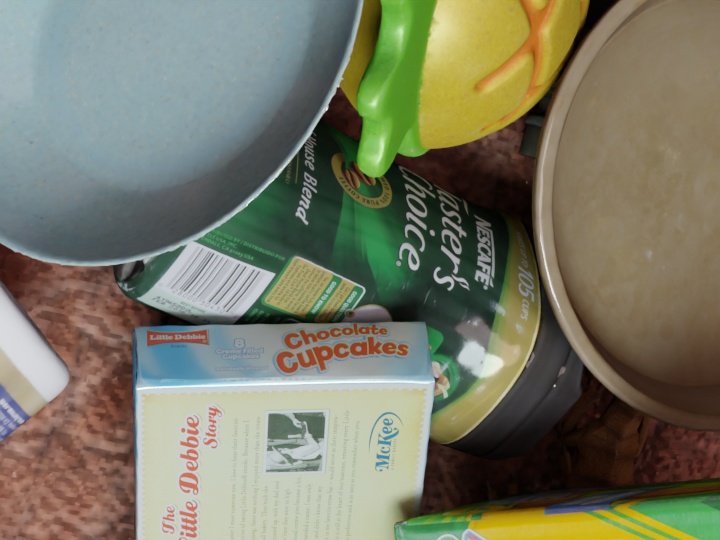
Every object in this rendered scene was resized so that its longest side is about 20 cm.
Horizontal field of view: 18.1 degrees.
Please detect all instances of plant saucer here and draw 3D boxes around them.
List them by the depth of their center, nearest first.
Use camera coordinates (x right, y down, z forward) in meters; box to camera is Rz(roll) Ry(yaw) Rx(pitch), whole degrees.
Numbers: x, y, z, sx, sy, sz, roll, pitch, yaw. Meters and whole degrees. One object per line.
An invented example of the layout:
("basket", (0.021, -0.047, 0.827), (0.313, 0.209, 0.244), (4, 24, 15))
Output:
("plant saucer", (-0.079, -0.093, 0.860), (0.201, 0.201, 0.039), (-56, 148, 1))
("plant saucer", (0.150, -0.034, 0.940), (0.200, 0.029, 0.201), (-4, 99, -29))

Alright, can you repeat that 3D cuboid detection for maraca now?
("maraca", (0.032, -0.107, 0.884), (0.107, 0.200, 0.137), (13, 108, 11))

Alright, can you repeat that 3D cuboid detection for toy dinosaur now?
("toy dinosaur", (0.101, 0.118, 1.002), (0.060, 0.106, 0.201), (5, 94, -18))

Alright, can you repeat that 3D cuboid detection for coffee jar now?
("coffee jar", (0.000, 0.000, 0.936), (0.200, 0.104, 0.085), (26, 123, -25))

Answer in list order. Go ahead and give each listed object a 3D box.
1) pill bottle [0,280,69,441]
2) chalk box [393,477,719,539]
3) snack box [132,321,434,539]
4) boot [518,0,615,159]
("pill bottle", (-0.220, 0.061, 0.856), (0.200, 0.111, 0.111), (-38, 114, -6))
("chalk box", (0.094, 0.150, 0.913), (0.125, 0.200, 0.124), (-2, 86, -63))
("snack box", (-0.036, 0.105, 0.932), (0.116, 0.037, 0.200), (-1, 132, -7))
("boot", (0.168, -0.126, 0.993), (0.181, 0.073, 0.200), (16, 92, -25))
